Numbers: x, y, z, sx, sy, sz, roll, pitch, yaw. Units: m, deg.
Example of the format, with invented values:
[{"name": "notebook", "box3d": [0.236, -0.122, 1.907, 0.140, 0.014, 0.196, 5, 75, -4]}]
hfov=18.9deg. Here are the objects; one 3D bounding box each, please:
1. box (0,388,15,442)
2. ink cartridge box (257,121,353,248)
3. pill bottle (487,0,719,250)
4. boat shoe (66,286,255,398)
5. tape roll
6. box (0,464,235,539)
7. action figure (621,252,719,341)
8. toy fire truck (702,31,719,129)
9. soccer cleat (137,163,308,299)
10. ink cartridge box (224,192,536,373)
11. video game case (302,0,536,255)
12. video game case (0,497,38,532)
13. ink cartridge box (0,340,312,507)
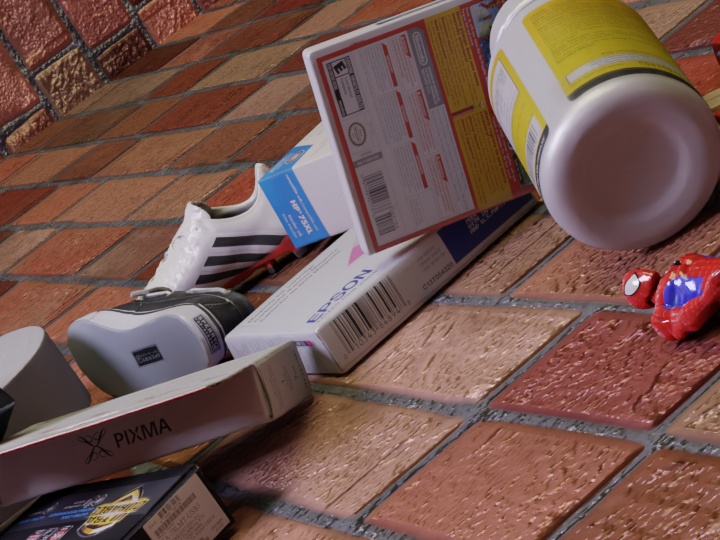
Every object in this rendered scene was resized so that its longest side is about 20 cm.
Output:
[{"name": "box", "box3d": [-0.334, 0.128, 1.442, 0.104, 0.148, 0.201, -32, -23, -47]}, {"name": "ink cartridge box", "box3d": [0.032, -0.095, 1.695, 0.199, 0.068, 0.116, -18, 19, 39]}, {"name": "pill bottle", "box3d": [0.141, -0.105, 1.330, 0.111, 0.112, 0.200, -32, 31, 7]}, {"name": "boat shoe", "box3d": [-0.151, 0.046, 1.646, 0.068, 0.074, 0.199, -34, 9, -36]}, {"name": "tape roll", "box3d": [-0.303, 0.127, 1.641, 0.199, 0.066, 0.200, -30, 16, 9]}, {"name": "box", "box3d": [-0.198, 0.202, 1.299, 0.198, 0.050, 0.199, -42, 16, -33]}, {"name": "action figure", "box3d": [0.199, 0.001, 1.089, 0.065, 0.052, 0.199, -46, 16, -29]}, {"name": "toy fire truck", "box3d": [0.256, -0.118, 1.336, 0.141, 0.049, 0.200, -37, 15, -10]}, {"name": "soccer cleat", "box3d": [-0.134, -0.008, 1.753, 0.199, 0.086, 0.069, -34, 15, -1]}, {"name": "ink cartridge box", "box3d": [0.000, 0.000, 1.532, 0.196, 0.043, 0.199, -41, 18, -25]}, {"name": "video game case", "box3d": [0.073, -0.111, 1.432, 0.198, 0.144, 0.017, -21, 18, -11]}, {"name": "video game case", "box3d": [-0.293, 0.171, 1.652, 0.181, 0.023, 0.200, -38, 15, -16]}, {"name": "ink cartridge box", "box3d": [-0.146, 0.103, 1.362, 0.198, 0.044, 0.174, -19, 3, 16]}]
